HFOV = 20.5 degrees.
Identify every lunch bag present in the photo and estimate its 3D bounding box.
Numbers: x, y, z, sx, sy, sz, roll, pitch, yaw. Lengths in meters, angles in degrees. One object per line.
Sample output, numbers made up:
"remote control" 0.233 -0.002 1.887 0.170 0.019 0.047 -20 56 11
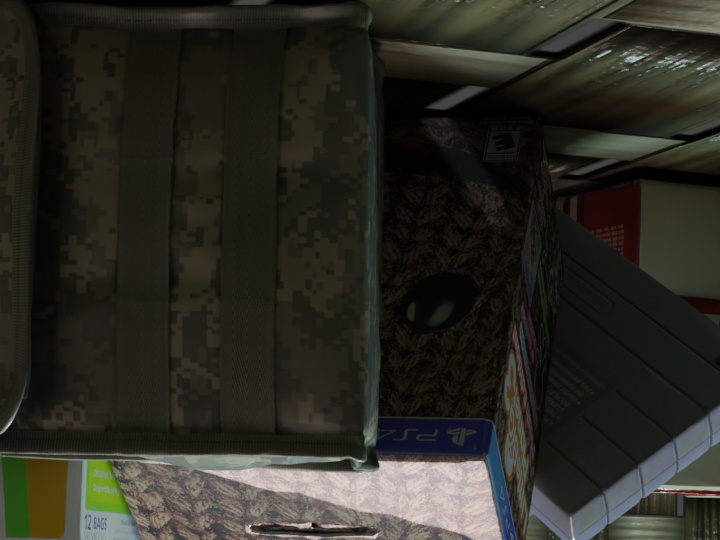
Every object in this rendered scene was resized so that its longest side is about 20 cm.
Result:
"lunch bag" -0.091 -0.011 0.732 0.198 0.166 0.118 1 172 5

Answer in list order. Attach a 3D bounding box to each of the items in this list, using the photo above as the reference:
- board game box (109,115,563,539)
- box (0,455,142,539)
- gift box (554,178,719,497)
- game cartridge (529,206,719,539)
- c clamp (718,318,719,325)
"board game box" -0.002 0.035 0.873 0.158 0.201 0.097 -1 135 14
"box" -0.145 0.019 0.845 0.100 0.202 0.112 0 171 11
"gift box" 0.190 0.059 1.111 0.185 0.202 0.184 3 178 -22
"game cartridge" 0.081 0.036 0.943 0.200 0.129 0.039 40 159 41
"c clamp" 0.239 0.027 0.945 0.027 0.171 0.200 49 176 -31
